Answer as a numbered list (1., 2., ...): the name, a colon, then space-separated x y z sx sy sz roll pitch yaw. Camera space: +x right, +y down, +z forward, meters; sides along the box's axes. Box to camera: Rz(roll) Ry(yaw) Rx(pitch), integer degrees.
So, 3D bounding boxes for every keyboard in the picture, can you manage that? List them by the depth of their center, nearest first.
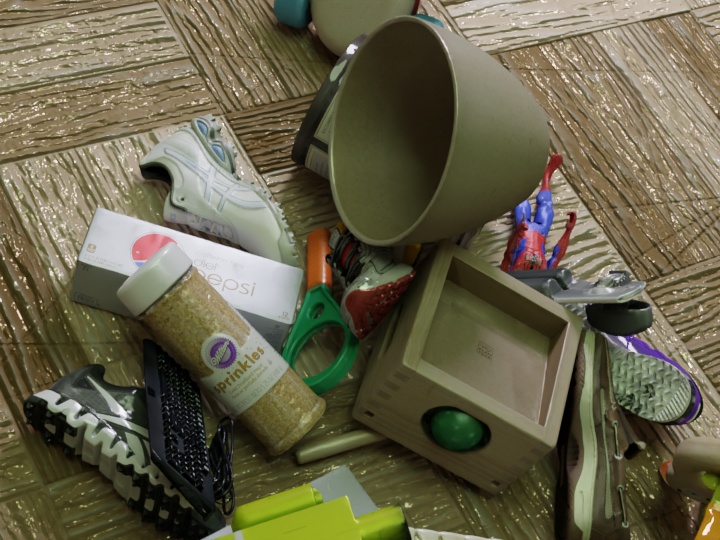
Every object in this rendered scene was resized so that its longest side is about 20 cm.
1. keyboard: -0.135 0.126 1.221 0.104 0.040 0.200 53 8 -26

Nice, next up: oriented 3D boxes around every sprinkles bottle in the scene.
1. sprinkles bottle: -0.119 0.068 1.279 0.200 0.068 0.068 47 50 -8

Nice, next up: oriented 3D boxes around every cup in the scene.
1. cup: 0.083 -0.116 1.318 0.143 0.200 0.201 5 52 -32

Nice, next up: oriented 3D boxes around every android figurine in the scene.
1. android figurine: -0.049 0.246 1.107 0.200 0.041 0.182 -20 53 -5

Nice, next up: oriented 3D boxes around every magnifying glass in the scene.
1. magnifying glass: -0.038 0.036 1.381 0.022 0.079 0.200 45 28 -37

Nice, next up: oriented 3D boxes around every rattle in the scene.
1. rattle: 0.307 0.226 1.307 0.130 0.200 0.143 15 74 -19

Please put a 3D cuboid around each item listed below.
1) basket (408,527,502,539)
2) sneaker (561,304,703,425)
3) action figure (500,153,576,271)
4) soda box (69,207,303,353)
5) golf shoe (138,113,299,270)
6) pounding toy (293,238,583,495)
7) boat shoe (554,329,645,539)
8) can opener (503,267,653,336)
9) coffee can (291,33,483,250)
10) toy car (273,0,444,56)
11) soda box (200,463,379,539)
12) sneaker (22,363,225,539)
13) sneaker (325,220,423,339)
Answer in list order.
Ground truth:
1. basket: 0.056 0.311 1.158 0.135 0.123 0.200 10 51 -14
2. sneaker: 0.251 0.092 1.439 0.200 0.070 0.099 39 11 36
3. action figure: 0.183 -0.060 1.510 0.065 0.099 0.200 14 53 -7
4. soda box: -0.158 0.013 1.350 0.200 0.064 0.068 17 50 -7
5. golf shoe: -0.136 -0.054 1.414 0.097 0.078 0.200 -29 60 -20
6. pounding toy: 0.072 0.106 1.333 0.184 0.142 0.200 29 48 -10
7. boat shoe: 0.221 0.156 1.353 0.075 0.075 0.203 7 74 -5
8. can opener: 0.182 0.035 1.403 0.053 0.200 0.067 -29 109 -46
9. coffee can: 0.052 -0.122 1.475 0.200 0.146 0.146 31 50 4
10. toy car: 0.036 -0.326 1.647 0.184 0.177 0.200 22 20 15
11. soda box: -0.078 0.237 1.206 0.200 0.063 0.068 -24 66 -33
12. sneaker: -0.180 0.145 1.238 0.200 0.067 0.091 35 53 12
13. sneaker: 0.000 0.000 1.348 0.082 0.078 0.200 36 15 -5
